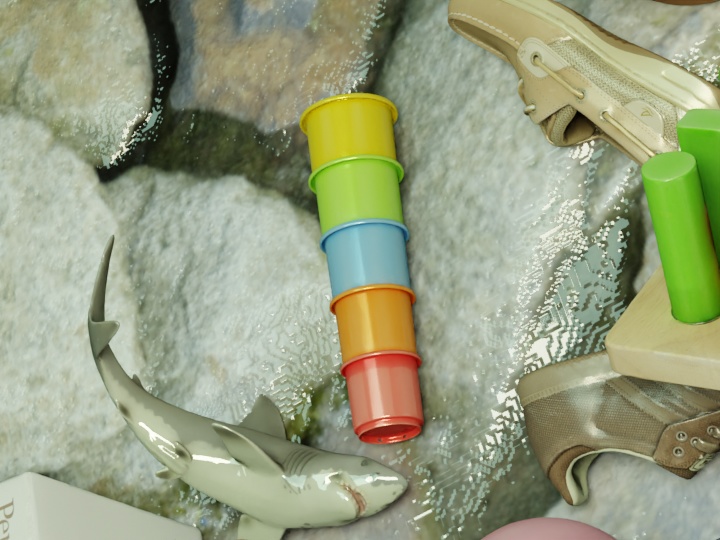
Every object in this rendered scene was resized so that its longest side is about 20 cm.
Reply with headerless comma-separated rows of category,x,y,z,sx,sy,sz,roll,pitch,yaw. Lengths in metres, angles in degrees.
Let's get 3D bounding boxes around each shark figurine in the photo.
shark figurine,-0.082,0.084,1.130,0.128,0.214,0.090,-52,5,41

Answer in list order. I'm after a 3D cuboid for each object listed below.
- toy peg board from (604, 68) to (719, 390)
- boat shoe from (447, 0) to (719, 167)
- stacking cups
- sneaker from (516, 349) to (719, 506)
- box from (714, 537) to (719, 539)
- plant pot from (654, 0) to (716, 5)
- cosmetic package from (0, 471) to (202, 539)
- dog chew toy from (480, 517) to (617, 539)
toy peg board,0.234,-0.037,0.899,0.198,0.098,0.200,7,40,36
boat shoe,0.116,-0.103,1.083,0.200,0.071,0.065,32,91,36
stacking cups,0.000,0.000,1.132,0.060,0.060,0.201,-16,66,28
sneaker,0.178,0.063,0.995,0.199,0.070,0.076,-19,82,31
box,0.245,0.191,0.837,0.147,0.104,0.200,-26,58,-5
plant pot,0.163,-0.233,1.057,0.199,0.140,0.201,-13,66,30
cosmetic package,-0.203,0.236,1.111,0.199,0.166,0.168,-23,61,24
dog chew toy,0.117,0.216,0.938,0.125,0.124,0.200,-45,62,11
